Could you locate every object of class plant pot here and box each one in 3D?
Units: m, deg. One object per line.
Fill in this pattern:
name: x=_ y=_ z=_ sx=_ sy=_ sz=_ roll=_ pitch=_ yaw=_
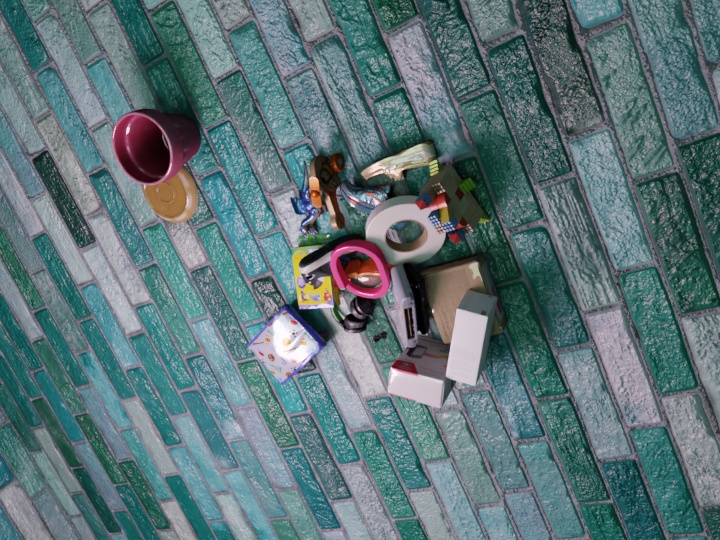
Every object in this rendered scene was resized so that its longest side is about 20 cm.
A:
plant pot: x=-0.542 y=-0.350 z=1.795 sx=0.199 sy=0.179 sz=0.201 roll=9 pitch=115 yaw=21
plant pot: x=-0.574 y=-0.234 z=1.951 sx=0.199 sy=0.027 sz=0.201 roll=10 pitch=116 yaw=21

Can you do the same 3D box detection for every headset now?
headset: x=-0.011 y=0.127 z=1.805 sx=0.200 sy=0.094 sz=0.124 roll=35 pitch=123 yaw=21

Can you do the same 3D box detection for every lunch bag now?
lunch bag: x=-0.205 y=0.207 z=1.915 sx=0.170 sy=0.124 sz=0.200 roll=45 pitch=130 yaw=2

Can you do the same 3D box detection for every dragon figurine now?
dragon figurine: x=-0.148 y=-0.184 z=1.754 sx=0.099 sy=0.059 sz=0.200 roll=-16 pitch=106 yaw=29

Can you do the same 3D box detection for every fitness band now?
fitness band: x=0.000 y=0.000 z=1.678 sx=0.143 sy=0.037 sz=0.200 roll=-1 pitch=136 yaw=20

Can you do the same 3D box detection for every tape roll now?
tape roll: x=0.112 y=-0.096 z=1.628 sx=0.202 sy=0.037 sz=0.203 roll=-1 pitch=132 yaw=-1

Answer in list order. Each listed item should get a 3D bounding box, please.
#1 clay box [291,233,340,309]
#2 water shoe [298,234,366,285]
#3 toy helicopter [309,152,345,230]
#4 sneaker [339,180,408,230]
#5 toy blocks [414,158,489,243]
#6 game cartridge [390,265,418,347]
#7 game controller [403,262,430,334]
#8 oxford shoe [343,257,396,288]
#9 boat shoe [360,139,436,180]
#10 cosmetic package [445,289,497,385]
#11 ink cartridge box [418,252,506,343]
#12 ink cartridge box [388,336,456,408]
clay box: x=-0.125 y=0.003 z=1.810 sx=0.115 sy=0.048 sz=0.201 roll=-5 pitch=97 yaw=26
water shoe: x=-0.067 y=-0.030 z=1.744 sx=0.200 sy=0.072 sz=0.079 roll=-24 pitch=124 yaw=-8
toy helicopter: x=-0.084 y=-0.195 z=1.676 sx=0.079 sy=0.132 sz=0.200 roll=-7 pitch=110 yaw=29
sneaker: x=0.045 y=-0.188 z=1.661 sx=0.200 sy=0.079 sz=0.096 roll=29 pitch=116 yaw=0
toy blocks: x=0.208 y=-0.144 z=1.533 sx=0.100 sy=0.137 sz=0.200 roll=-16 pitch=122 yaw=45
game cartridge: x=0.113 y=0.089 z=1.688 sx=0.041 sy=0.133 sz=0.200 roll=-16 pitch=136 yaw=-6
game controller: x=0.142 y=0.073 z=1.684 sx=0.104 sy=0.042 sz=0.200 roll=52 pitch=161 yaw=44
oxford shoe: x=0.040 y=0.008 z=1.757 sx=0.199 sy=0.071 sz=0.073 roll=-4 pitch=134 yaw=27
boat shoe: x=0.094 y=-0.254 z=1.602 sx=0.200 sy=0.074 sz=0.067 roll=-19 pitch=98 yaw=30
cosmetic package: x=0.270 y=0.163 z=1.593 sx=0.081 sy=0.113 sz=0.201 roll=13 pitch=116 yaw=18
ink cartridge box: x=0.261 y=0.072 z=1.664 sx=0.164 sy=0.075 sz=0.200 roll=-14 pitch=104 yaw=28
ink cartridge box: x=0.175 y=0.259 z=1.712 sx=0.147 sy=0.200 sz=0.086 roll=11 pitch=115 yaw=21
